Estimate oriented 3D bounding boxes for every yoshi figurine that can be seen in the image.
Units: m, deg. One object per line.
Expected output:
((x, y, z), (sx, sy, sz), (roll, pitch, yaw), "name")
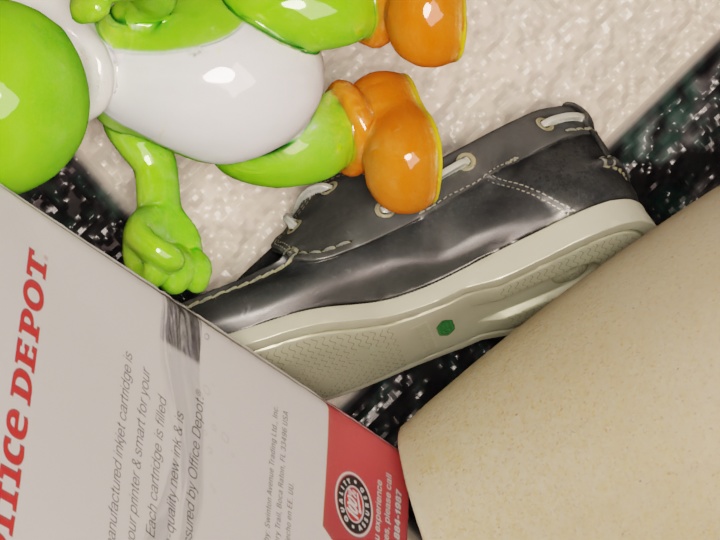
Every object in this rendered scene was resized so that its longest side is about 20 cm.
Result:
((-0.067, -0.055, 0.880), (0.199, 0.112, 0.113), (0, 75, -14), "yoshi figurine")

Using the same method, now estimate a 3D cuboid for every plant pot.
((0.121, 0.062, 0.930), (0.199, 0.187, 0.188), (-22, 107, 7), "plant pot")

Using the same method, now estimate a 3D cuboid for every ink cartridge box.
((-0.080, 0.088, 0.869), (0.200, 0.083, 0.147), (36, 43, -36), "ink cartridge box")

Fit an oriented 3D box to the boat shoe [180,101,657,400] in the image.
((0.000, 0.000, 0.963), (0.199, 0.072, 0.068), (-21, 67, -7), "boat shoe")
